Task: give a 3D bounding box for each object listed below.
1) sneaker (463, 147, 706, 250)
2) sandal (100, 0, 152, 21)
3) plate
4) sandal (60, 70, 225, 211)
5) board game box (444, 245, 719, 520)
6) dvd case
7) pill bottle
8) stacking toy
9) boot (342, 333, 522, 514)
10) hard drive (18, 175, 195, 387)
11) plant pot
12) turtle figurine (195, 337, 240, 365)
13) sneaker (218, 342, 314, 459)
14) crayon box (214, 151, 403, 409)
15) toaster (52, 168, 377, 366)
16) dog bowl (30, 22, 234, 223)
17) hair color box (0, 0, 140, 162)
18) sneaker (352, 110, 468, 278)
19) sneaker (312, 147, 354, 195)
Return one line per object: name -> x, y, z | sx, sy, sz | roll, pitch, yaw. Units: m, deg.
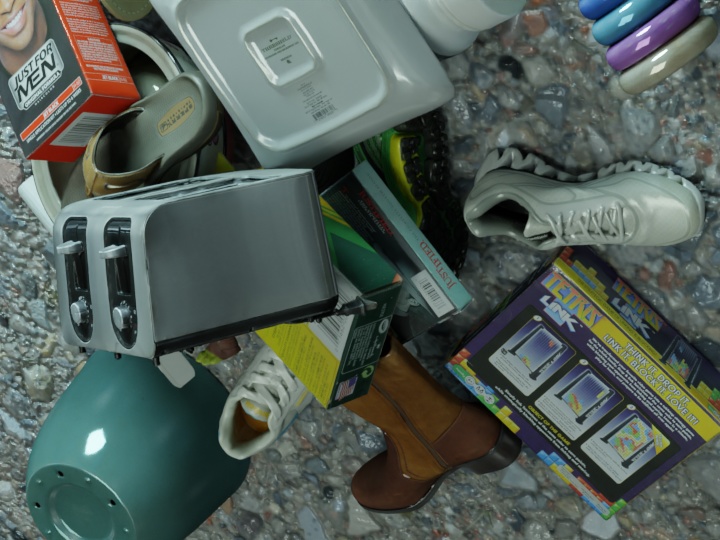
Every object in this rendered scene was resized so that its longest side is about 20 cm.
sneaker -> 0.177, -0.045, 1.558 | 0.198, 0.081, 0.076 | 6, 121, 25
sandal -> -0.229, -0.306, 1.598 | 0.069, 0.077, 0.213 | -3, 110, 54
plate -> -0.055, -0.174, 1.487 | 0.199, 0.032, 0.201 | -23, 109, 38
sandal -> -0.190, -0.093, 1.606 | 0.200, 0.054, 0.082 | -36, 72, 32
board game box -> 0.195, 0.093, 1.653 | 0.200, 0.057, 0.165 | 44, 129, -2
dvd case -> 0.000, 0.000, 1.641 | 0.146, 0.022, 0.200 | 52, 150, -2
pill bottle -> 0.025, -0.208, 1.515 | 0.199, 0.114, 0.114 | -19, 109, 37
stacking toy -> 0.179, -0.234, 1.441 | 0.085, 0.085, 0.201 | -31, 96, 40
boot -> 0.015, 0.139, 1.716 | 0.187, 0.069, 0.200 | -18, 141, 39
hard drive -> -0.230, 0.009, 1.762 | 0.200, 0.026, 0.132 | 45, 171, 40
plant pot -> -0.232, 0.195, 1.895 | 0.199, 0.161, 0.202 | 15, 127, 21
turtle figurine -> -0.165, -0.001, 1.792 | 0.199, 0.064, 0.163 | 10, 123, 33
sneaker -> -0.069, 0.098, 1.791 | 0.076, 0.081, 0.201 | 35, 129, 7
crayon box -> -0.055, 0.001, 1.613 | 0.200, 0.051, 0.128 | 45, 136, 30
toaster -> -0.123, -0.007, 1.513 | 0.180, 0.199, 0.120 | 5, 106, 59
dog bowl -> -0.193, -0.112, 1.686 | 0.199, 0.074, 0.202 | 3, 94, 36
hair color box -> -0.271, -0.204, 1.657 | 0.101, 0.061, 0.201 | -38, 67, 32
sneaker -> 0.035, -0.053, 1.647 | 0.085, 0.078, 0.202 | 10, 119, 38
sneaker -> -0.068, -0.145, 1.650 | 0.106, 0.075, 0.201 | 30, 156, 51
